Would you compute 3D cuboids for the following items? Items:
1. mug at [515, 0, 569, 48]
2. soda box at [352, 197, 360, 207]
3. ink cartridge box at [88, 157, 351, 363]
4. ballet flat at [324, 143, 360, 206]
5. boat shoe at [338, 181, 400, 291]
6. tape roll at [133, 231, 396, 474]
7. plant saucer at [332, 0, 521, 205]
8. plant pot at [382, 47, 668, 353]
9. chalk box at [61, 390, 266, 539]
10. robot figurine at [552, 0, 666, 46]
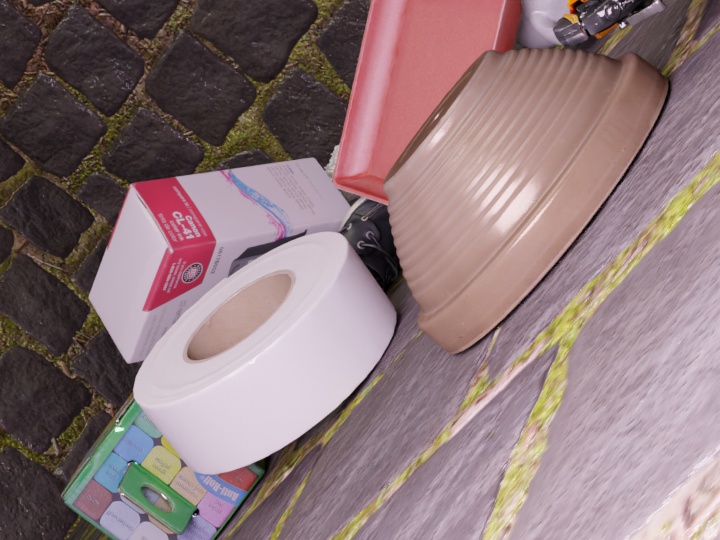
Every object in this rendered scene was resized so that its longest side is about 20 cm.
[{"bbox_3d":[0.168,-0.261,1.301,0.176,0.147,0.201,-55,27,28],"label":"mug"},{"bbox_3d":[-0.025,0.010,1.535,0.200,0.063,0.069,-47,7,42],"label":"soda box"},{"bbox_3d":[-0.120,-0.011,1.414,0.199,0.086,0.148,-10,-39,-36],"label":"ink cartridge box"},{"bbox_3d":[0.000,-0.095,1.586,0.072,0.072,0.200,-51,-8,14],"label":"ballet flat"},{"bbox_3d":[-0.002,-0.001,1.383,0.199,0.075,0.066,-39,28,0],"label":"boat shoe"},{"bbox_3d":[-0.073,0.059,1.219,0.201,0.071,0.203,-33,20,13],"label":"tape roll"},{"bbox_3d":[0.058,-0.148,1.325,0.199,0.036,0.202,22,101,57],"label":"plant saucer"},{"bbox_3d":[0.078,-0.059,0.924,0.201,0.092,0.201,-51,6,8],"label":"plant pot"},{"bbox_3d":[-0.159,0.165,1.341,0.124,0.124,0.200,-52,6,3],"label":"chalk box"},{"bbox_3d":[0.184,-0.194,0.884,0.199,0.058,0.145,-26,15,47],"label":"robot figurine"}]
